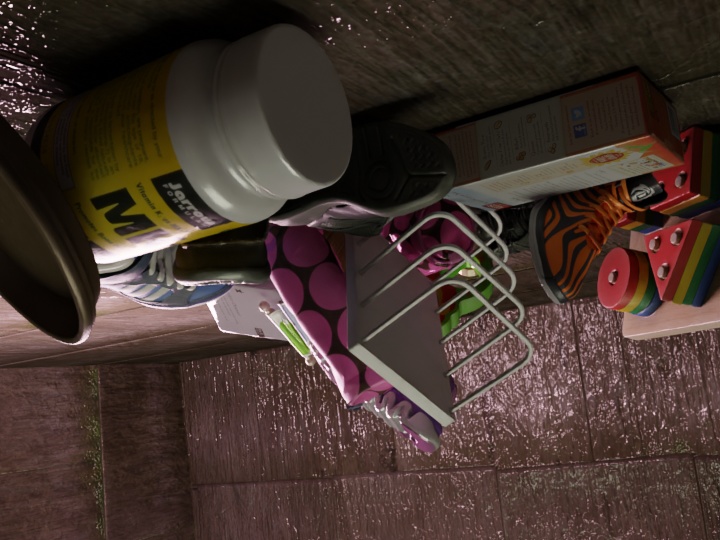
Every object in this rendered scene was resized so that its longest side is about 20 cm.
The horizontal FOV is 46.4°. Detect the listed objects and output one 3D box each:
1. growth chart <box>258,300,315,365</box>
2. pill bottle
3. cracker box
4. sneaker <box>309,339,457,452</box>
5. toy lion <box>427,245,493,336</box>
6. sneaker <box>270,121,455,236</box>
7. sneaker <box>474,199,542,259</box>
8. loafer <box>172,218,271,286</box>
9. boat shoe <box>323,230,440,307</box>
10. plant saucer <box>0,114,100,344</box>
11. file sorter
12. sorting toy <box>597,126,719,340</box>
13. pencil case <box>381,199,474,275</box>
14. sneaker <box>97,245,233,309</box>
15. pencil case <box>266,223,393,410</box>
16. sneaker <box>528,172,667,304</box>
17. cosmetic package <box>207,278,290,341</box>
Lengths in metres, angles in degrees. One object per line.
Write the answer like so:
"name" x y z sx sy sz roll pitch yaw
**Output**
"growth chart" -0.027 0.062 0.978 0.197 0.018 0.145 -8 136 39
"pill bottle" -0.111 -0.077 0.534 0.197 0.117 0.114 -13 170 33
"cracker box" 0.172 -0.108 0.751 0.197 0.059 0.133 -13 170 31
"sneaker" 0.029 0.114 0.935 0.199 0.089 0.081 30 164 33
"toy lion" 0.089 0.027 1.148 0.196 0.193 0.070 -7 131 0
"sneaker" 0.014 -0.076 0.732 0.197 0.078 0.113 -10 174 40
"sneaker" 0.204 -0.056 1.055 0.112 0.078 0.199 -13 177 -1
"loafer" -0.107 -0.042 0.644 0.074 0.071 0.200 -2 -161 -9
"boat shoe" 0.000 0.000 0.955 0.071 0.200 0.069 -51 -168 -28
"plant saucer" -0.231 -0.041 0.531 0.029 0.201 0.199 -43 -167 -31
"file sorter" 0.074 0.012 0.812 0.124 0.202 0.138 -37 121 25
"sorting toy" 0.327 -0.039 0.898 0.068 0.203 0.200 11 168 -13
"pencil case" 0.061 -0.028 1.019 0.089 0.096 0.199 -9 173 -25
"sneaker" -0.187 -0.014 0.749 0.197 0.082 0.146 11 170 -24
"pencil case" -0.028 0.038 0.856 0.090 0.202 0.093 -36 169 24
"sneaker" 0.233 -0.059 0.815 0.111 0.202 0.078 -16 128 37
"cosmetic package" -0.095 0.026 1.057 0.196 0.082 0.114 6 143 23
